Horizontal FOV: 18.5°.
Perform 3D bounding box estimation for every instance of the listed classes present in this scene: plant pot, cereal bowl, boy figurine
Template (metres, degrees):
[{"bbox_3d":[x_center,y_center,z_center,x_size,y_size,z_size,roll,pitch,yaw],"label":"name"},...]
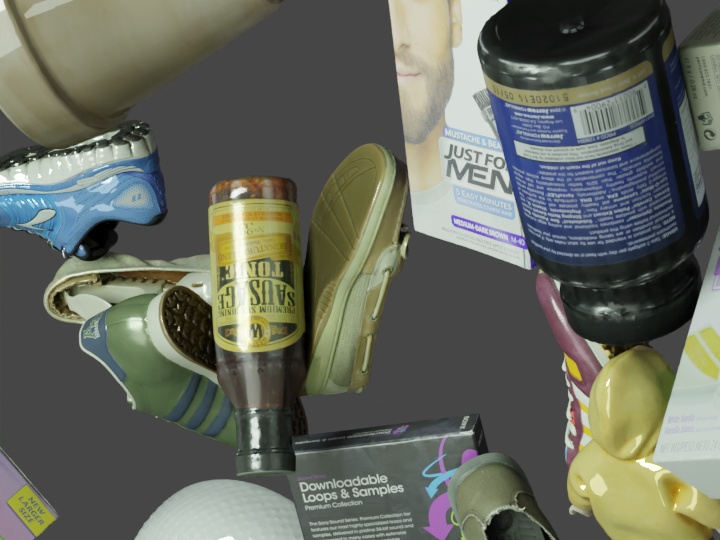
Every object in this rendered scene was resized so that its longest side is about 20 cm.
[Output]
[{"bbox_3d":[-0.147,-0.197,1.409,0.173,0.200,0.200,-17,106,16],"label":"plant pot"},{"bbox_3d":[-0.098,0.264,1.671,0.200,0.083,0.201,13,121,22],"label":"cereal bowl"},{"bbox_3d":[0.180,0.139,1.386,0.124,0.064,0.200,-2,117,41],"label":"boy figurine"}]

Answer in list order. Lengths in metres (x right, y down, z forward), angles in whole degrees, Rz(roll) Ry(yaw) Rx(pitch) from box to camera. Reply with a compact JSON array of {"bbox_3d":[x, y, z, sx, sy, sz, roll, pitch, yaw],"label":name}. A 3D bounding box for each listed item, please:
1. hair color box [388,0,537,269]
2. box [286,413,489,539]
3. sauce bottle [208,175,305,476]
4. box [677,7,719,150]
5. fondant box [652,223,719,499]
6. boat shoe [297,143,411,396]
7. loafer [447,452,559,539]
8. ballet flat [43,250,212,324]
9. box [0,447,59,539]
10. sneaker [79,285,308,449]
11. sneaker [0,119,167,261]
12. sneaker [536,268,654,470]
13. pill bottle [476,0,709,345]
[{"bbox_3d":[0.079,-0.112,1.369,0.109,0.065,0.201,20,124,46],"label":"hair color box"},{"bbox_3d":[0.037,0.203,1.575,0.143,0.036,0.200,-8,112,16],"label":"box"},{"bbox_3d":[-0.067,0.038,1.493,0.066,0.066,0.201,-12,78,33],"label":"sauce bottle"},{"bbox_3d":[0.289,-0.121,1.257,0.200,0.082,0.069,-4,112,32],"label":"box"},{"bbox_3d":[0.258,0.028,1.259,0.058,0.200,0.144,33,155,-30],"label":"fondant box"},{"bbox_3d":[0.001,0.002,1.498,0.073,0.063,0.201,-120,40,-50],"label":"boat shoe"},{"bbox_3d":[0.118,0.222,1.514,0.075,0.070,0.200,-29,110,3],"label":"loafer"},{"bbox_3d":[-0.137,0.025,1.580,0.200,0.062,0.068,2,116,28],"label":"ballet flat"},{"bbox_3d":[-0.376,0.198,1.781,0.176,0.097,0.200,50,127,-3],"label":"box"},{"bbox_3d":[-0.120,0.077,1.551,0.090,0.067,0.200,-10,144,26],"label":"sneaker"},{"bbox_3d":[-0.223,-0.042,1.583,0.200,0.079,0.089,-10,107,32],"label":"sneaker"},{"bbox_3d":[0.157,0.088,1.443,0.090,0.075,0.200,-30,97,31],"label":"sneaker"},{"bbox_3d":[0.142,-0.061,1.290,0.112,0.112,0.200,2,125,28],"label":"pill bottle"}]
